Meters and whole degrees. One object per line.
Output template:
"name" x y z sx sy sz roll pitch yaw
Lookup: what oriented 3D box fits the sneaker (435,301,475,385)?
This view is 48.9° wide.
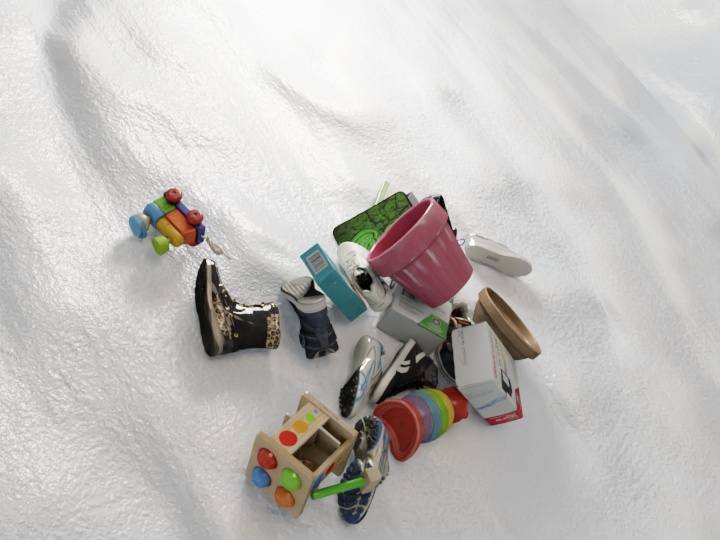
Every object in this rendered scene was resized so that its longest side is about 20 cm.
"sneaker" 0.219 0.159 1.807 0.078 0.079 0.202 16 50 -23

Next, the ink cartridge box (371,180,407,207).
"ink cartridge box" 0.119 -0.121 1.990 0.199 0.048 0.146 29 45 -8

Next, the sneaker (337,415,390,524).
"sneaker" 0.020 0.382 1.488 0.085 0.076 0.202 45 52 -42

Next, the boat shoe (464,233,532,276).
"boat shoe" 0.362 -0.044 2.084 0.198 0.072 0.069 16 47 -11

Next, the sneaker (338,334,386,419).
"sneaker" 0.009 0.221 1.620 0.072 0.072 0.201 34 46 -15

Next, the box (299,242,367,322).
"box" -0.053 0.028 1.653 0.083 0.049 0.200 56 2 33

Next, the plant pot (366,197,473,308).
"plant pot" 0.140 -0.026 1.716 0.179 0.199 0.200 47 42 -11

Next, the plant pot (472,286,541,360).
"plant pot" 0.326 0.143 1.855 0.201 0.093 0.201 44 15 -14

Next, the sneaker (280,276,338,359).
"sneaker" -0.106 0.101 1.639 0.076 0.148 0.202 -18 21 -11

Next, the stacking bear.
"stacking bear" 0.144 0.295 1.628 0.199 0.114 0.122 -10 62 -44

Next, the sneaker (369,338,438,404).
"sneaker" 0.105 0.234 1.669 0.112 0.073 0.200 39 42 2

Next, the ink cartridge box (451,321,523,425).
"ink cartridge box" 0.276 0.226 1.712 0.200 0.082 0.147 48 32 -47

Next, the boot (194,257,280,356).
"boot" -0.243 0.073 1.564 0.149 0.073 0.202 3 58 -31

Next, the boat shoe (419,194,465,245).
"boat shoe" 0.201 -0.086 1.919 0.084 0.068 0.202 -29 96 -52

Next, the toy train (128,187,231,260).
"toy train" -0.362 -0.065 1.578 0.115 0.085 0.200 -33 67 -34

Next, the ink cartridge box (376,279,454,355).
"ink cartridge box" 0.133 0.070 1.815 0.146 0.083 0.201 29 45 -9

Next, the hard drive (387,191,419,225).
"hard drive" 0.150 -0.075 1.936 0.201 0.033 0.140 53 40 -17

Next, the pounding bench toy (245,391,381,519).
"pounding bench toy" -0.080 0.349 1.379 0.199 0.125 0.156 35 42 18

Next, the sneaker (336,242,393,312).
"sneaker" 0.000 0.000 1.757 0.081 0.075 0.201 37 13 -51

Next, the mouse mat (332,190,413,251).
"mouse mat" 0.049 -0.079 1.839 0.199 0.008 0.162 -30 68 2
